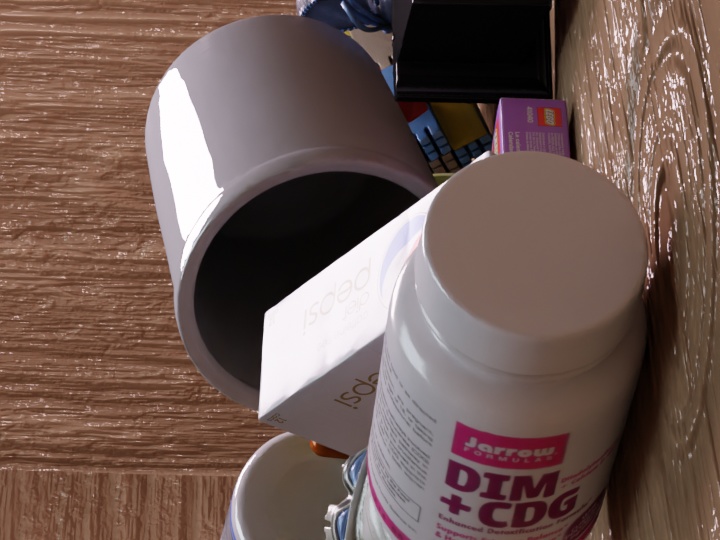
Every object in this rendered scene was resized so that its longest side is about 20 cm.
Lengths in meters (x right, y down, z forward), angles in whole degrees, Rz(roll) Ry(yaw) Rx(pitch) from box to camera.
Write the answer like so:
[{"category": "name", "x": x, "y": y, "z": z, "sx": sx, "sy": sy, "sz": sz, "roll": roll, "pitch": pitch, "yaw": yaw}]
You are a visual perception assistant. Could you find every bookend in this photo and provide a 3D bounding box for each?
[{"category": "bookend", "x": 0.069, "y": -0.218, "z": 1.442, "sx": 0.200, "sy": 0.091, "sz": 0.200, "roll": 105, "pitch": 165, "yaw": -71}]

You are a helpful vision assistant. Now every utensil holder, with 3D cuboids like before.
[{"category": "utensil holder", "x": -0.037, "y": -0.036, "z": 1.584, "sx": 0.200, "sy": 0.169, "sz": 0.171, "roll": -111, "pitch": 22, "yaw": -58}]

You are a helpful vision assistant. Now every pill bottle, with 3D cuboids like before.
[{"category": "pill bottle", "x": 0.065, "y": 0.044, "z": 1.188, "sx": 0.200, "sy": 0.113, "sz": 0.114, "roll": 96, "pitch": 175, "yaw": -55}, {"category": "pill bottle", "x": -0.039, "y": 0.190, "z": 1.816, "sx": 0.200, "sy": 0.113, "sz": 0.114, "roll": 107, "pitch": 165, "yaw": -66}]

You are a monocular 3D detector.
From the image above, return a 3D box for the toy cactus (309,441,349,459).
[{"category": "toy cactus", "x": 0.036, "y": 0.130, "z": 1.676, "sx": 0.200, "sy": 0.102, "sz": 0.166, "roll": 13, "pitch": 121, "yaw": 51}]

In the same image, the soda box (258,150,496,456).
[{"category": "soda box", "x": 0.029, "y": 0.020, "z": 1.359, "sx": 0.200, "sy": 0.063, "sz": 0.068, "roll": -36, "pitch": 41, "yaw": 46}]

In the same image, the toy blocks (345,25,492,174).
[{"category": "toy blocks", "x": 0.041, "y": -0.119, "z": 1.768, "sx": 0.200, "sy": 0.100, "sz": 0.137, "roll": 56, "pitch": -171, "yaw": -54}]

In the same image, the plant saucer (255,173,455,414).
[{"category": "plant saucer", "x": 0.018, "y": 0.027, "z": 1.639, "sx": 0.031, "sy": 0.199, "sz": 0.201, "roll": 51, "pitch": -155, "yaw": -38}]

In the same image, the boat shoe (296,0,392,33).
[{"category": "boat shoe", "x": 0.027, "y": -0.172, "z": 1.616, "sx": 0.200, "sy": 0.084, "sz": 0.069, "roll": -22, "pitch": 65, "yaw": 52}]

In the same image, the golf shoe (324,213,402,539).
[{"category": "golf shoe", "x": 0.043, "y": 0.068, "z": 1.456, "sx": 0.097, "sy": 0.078, "sz": 0.201, "roll": 4, "pitch": 88, "yaw": 57}]

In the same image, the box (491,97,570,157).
[{"category": "box", "x": 0.088, "y": 0.029, "z": 1.425, "sx": 0.137, "sy": 0.039, "sz": 0.201, "roll": 96, "pitch": 175, "yaw": -52}]
